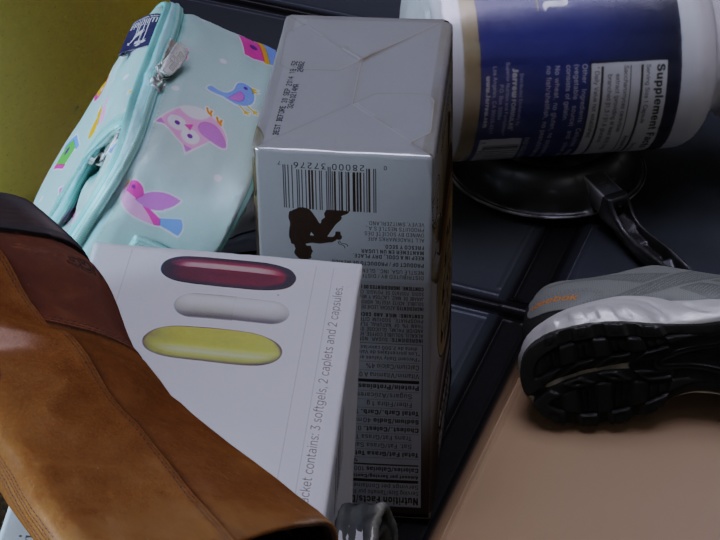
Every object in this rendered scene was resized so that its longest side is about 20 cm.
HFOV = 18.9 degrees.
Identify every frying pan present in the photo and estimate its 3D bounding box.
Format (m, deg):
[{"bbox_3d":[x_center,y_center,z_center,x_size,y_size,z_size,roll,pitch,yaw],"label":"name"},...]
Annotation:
[{"bbox_3d":[0.111,-0.045,1.194,0.114,0.031,0.190,-4,33,-8],"label":"frying pan"}]

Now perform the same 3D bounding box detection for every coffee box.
[{"bbox_3d":[0.000,0.000,0.976,0.079,0.201,0.113,3,37,5],"label":"coffee box"}]

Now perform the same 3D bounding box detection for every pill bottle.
[{"bbox_3d":[0.127,-0.120,1.177,0.199,0.111,0.111,-4,36,-10],"label":"pill bottle"}]

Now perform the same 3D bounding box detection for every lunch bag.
[{"bbox_3d":[-0.112,-0.019,0.996,0.077,0.200,0.161,28,36,-10],"label":"lunch bag"}]

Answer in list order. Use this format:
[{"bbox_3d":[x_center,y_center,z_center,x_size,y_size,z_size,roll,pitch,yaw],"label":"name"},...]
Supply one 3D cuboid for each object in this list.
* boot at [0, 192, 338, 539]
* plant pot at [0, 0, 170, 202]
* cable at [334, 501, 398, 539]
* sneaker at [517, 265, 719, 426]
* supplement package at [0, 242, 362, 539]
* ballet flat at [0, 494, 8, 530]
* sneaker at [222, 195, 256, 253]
[{"bbox_3d":[-0.131,0.051,0.693,0.188,0.069,0.200,4,31,-45],"label":"boot"},{"bbox_3d":[-0.237,-0.125,1.131,0.199,0.200,0.177,6,47,31],"label":"plant pot"},{"bbox_3d":[0.013,0.185,0.756,0.050,0.097,0.201,3,77,22],"label":"cable"},{"bbox_3d":[0.175,0.027,1.059,0.199,0.074,0.079,1,31,-2],"label":"sneaker"},{"bbox_3d":[-0.064,0.111,0.815,0.110,0.156,0.200,4,36,3],"label":"supplement package"},{"bbox_3d":[-0.167,0.120,0.899,0.046,0.067,0.200,53,34,1],"label":"ballet flat"},{"bbox_3d":[-0.097,-0.043,1.140,0.199,0.071,0.073,-15,39,-20],"label":"sneaker"}]
